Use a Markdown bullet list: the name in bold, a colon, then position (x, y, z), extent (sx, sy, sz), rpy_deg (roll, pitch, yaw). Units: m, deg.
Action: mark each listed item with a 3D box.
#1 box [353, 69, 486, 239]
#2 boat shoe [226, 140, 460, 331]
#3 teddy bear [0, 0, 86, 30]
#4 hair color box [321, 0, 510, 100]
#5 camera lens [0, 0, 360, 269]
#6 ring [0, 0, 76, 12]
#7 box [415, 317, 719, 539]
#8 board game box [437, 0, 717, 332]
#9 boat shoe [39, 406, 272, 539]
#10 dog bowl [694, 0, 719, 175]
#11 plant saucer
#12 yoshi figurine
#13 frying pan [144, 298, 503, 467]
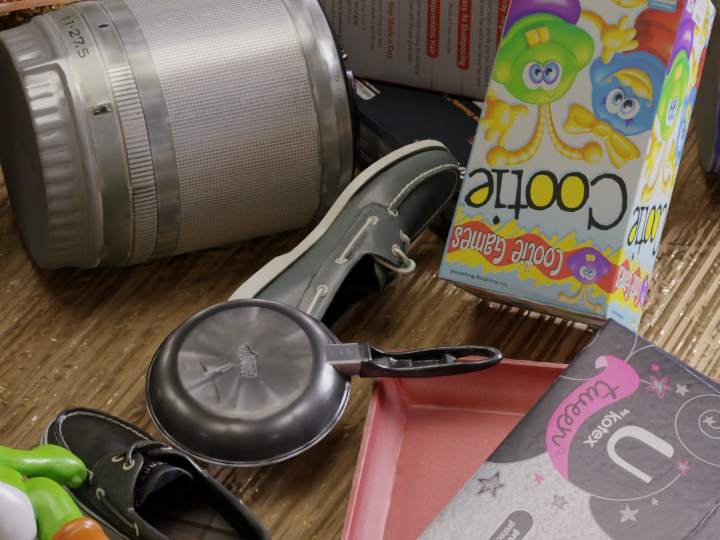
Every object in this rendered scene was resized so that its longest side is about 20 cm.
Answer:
- **box**: position (0.080, -0.096, 1.729), extent (0.159, 0.046, 0.200), rpy_deg (-21, 42, -26)
- **boat shoe**: position (0.000, 0.000, 1.578), extent (0.062, 0.073, 0.200), rpy_deg (32, 57, 28)
- **teddy bear**: position (-0.164, -0.181, 1.825), extent (0.200, 0.067, 0.145), rpy_deg (27, 42, 30)
- **hair color box**: position (0.042, -0.172, 1.707), extent (0.200, 0.102, 0.061), rpy_deg (12, 38, 14)
- **camera lens**: position (-0.110, -0.091, 1.629), extent (0.200, 0.160, 0.160), rpy_deg (-13, 39, -16)
- **ring**: position (-0.241, -0.166, 1.677), extent (0.200, 0.019, 0.200), rpy_deg (-8, 6, 1)
- **box**: position (0.112, 0.145, 1.304), extent (0.132, 0.115, 0.200), rpy_deg (32, 61, 23)
- **board game box**: position (0.128, -0.074, 1.563), extent (0.103, 0.200, 0.105), rpy_deg (14, -3, 17)
- **boat shoe**: position (-0.104, 0.122, 1.433), extent (0.069, 0.057, 0.200), rpy_deg (-26, 44, -30)
- **dog bowl**: position (0.254, -0.158, 1.685), extent (0.079, 0.200, 0.200), rpy_deg (-1, 37, 1)
- **plant saucer**: position (0.096, 0.125, 1.447), extent (0.199, 0.037, 0.200), rpy_deg (5, 37, 6)
- **yoshi figurine**: position (-0.209, 0.126, 1.413), extent (0.200, 0.112, 0.112), rpy_deg (42, 23, 28)
- **frying pan**: position (-0.026, 0.064, 1.477), extent (0.190, 0.031, 0.115), rpy_deg (10, 51, 12)
